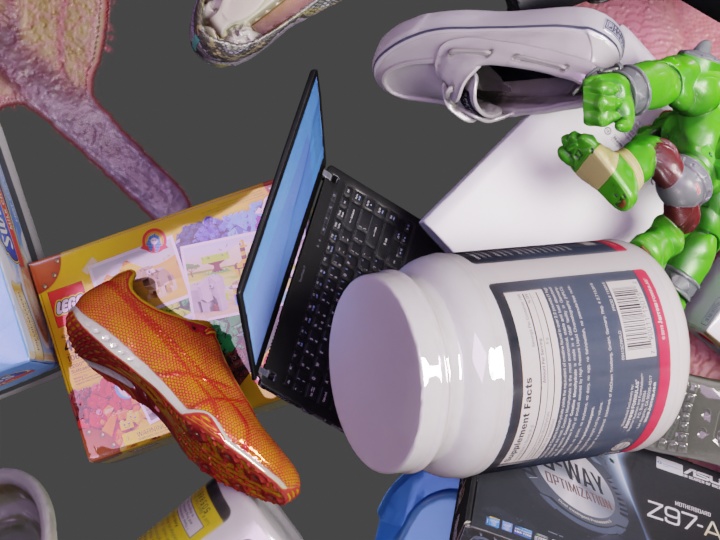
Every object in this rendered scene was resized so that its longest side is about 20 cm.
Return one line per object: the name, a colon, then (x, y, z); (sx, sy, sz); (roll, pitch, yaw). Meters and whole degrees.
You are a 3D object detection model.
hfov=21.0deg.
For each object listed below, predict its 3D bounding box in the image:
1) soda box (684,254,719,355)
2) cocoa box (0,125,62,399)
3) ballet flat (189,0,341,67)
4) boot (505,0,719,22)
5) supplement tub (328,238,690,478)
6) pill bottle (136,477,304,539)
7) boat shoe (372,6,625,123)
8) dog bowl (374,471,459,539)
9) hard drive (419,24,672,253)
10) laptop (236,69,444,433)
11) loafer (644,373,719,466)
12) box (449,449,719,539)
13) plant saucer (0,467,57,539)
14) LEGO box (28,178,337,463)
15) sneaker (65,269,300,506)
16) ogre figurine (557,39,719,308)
soda box: (0.308, -0.022, 1.338); (0.068, 0.064, 0.200); (37, 90, -14)
cocoa box: (-0.303, -0.004, 1.378); (0.133, 0.131, 0.201); (-19, 83, 4)
ballet flat: (-0.041, -0.219, 1.402); (0.200, 0.072, 0.072); (-38, 82, 1)
boot: (0.181, -0.199, 1.326); (0.167, 0.200, 0.077); (-16, 119, 3)
supplement tub: (0.095, 0.056, 1.236); (0.199, 0.140, 0.141); (-5, 83, -28)
pill bottle: (-0.131, 0.237, 1.346); (0.200, 0.111, 0.111); (-38, 82, 1)
boat shoe: (0.084, -0.136, 1.338); (0.199, 0.074, 0.066); (-6, 50, 40)
dog bowl: (0.044, 0.227, 1.359); (0.111, 0.050, 0.201); (27, 87, 8)
hard drive: (0.156, -0.055, 1.356); (0.200, 0.026, 0.132); (-45, 96, -8)
laptop: (0.000, 0.000, 1.288); (0.199, 0.103, 0.178); (30, 60, -23)
loafer: (0.268, 0.107, 1.333); (0.199, 0.070, 0.076); (20, 99, 4)
box: (0.162, 0.169, 1.284); (0.199, 0.160, 0.044); (20, 120, -1)
plant saucer: (-0.266, 0.238, 1.354); (0.050, 0.200, 0.201); (35, 89, -36)
LEGO box: (-0.113, 0.035, 1.380); (0.199, 0.077, 0.150); (-19, 83, 4)
sneaker: (-0.108, 0.075, 1.299); (0.200, 0.073, 0.077); (44, 64, 9)
ogre figurine: (0.210, -0.063, 1.299); (0.120, 0.098, 0.201); (-37, 106, -25)
